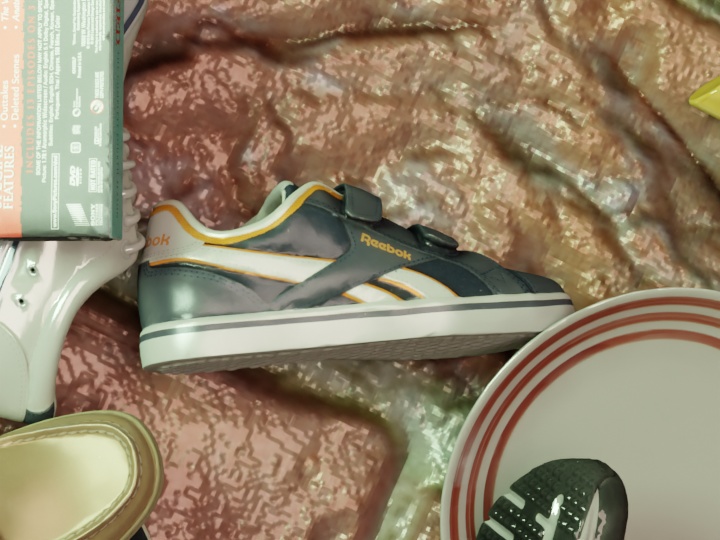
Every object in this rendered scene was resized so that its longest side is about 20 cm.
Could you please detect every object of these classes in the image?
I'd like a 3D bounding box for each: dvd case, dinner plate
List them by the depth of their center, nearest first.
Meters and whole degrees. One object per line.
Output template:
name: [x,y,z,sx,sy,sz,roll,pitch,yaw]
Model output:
dvd case: [-0.194,-0.084,1.091,0.199,0.022,0.147,-1,88,11]
dinner plate: [0.130,0.100,1.189,0.199,0.024,0.201,-5,109,-14]

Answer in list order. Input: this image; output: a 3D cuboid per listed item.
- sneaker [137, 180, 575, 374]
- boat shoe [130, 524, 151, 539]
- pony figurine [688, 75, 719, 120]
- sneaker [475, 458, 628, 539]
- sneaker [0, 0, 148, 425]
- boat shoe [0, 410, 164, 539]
sneaker: [0.000,0.000,1.153,0.199,0.078,0.080,-1,79,-21]
boat shoe: [-0.110,0.172,1.126,0.074,0.062,0.201,-10,89,-13]
pony figurine: [0.274,-0.036,1.206,0.193,0.167,0.200,-32,101,18]
sneaker: [0.087,0.173,1.160,0.080,0.074,0.201,4,113,-24]
sneaker: [-0.125,-0.030,1.129,0.070,0.073,0.201,22,92,-14]
boat shoe: [-0.176,0.112,1.083,0.199,0.065,0.072,-25,74,-1]
